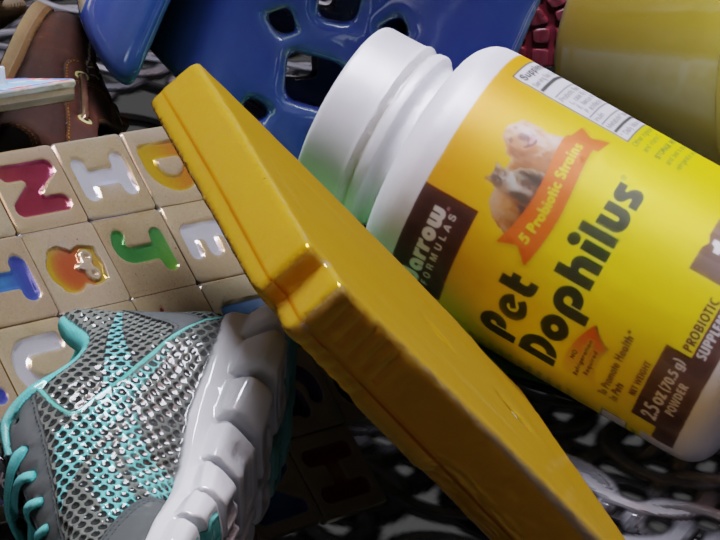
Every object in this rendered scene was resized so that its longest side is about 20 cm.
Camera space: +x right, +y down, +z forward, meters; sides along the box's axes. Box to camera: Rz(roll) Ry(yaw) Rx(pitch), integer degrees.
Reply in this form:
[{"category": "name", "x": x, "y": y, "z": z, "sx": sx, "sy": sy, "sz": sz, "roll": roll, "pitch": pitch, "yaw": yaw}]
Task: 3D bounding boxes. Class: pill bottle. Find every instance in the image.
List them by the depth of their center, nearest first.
[{"category": "pill bottle", "x": 0.077, "y": -0.016, "z": 1.083, "sx": 0.200, "sy": 0.109, "sz": 0.109, "roll": 30, "pitch": 26, "yaw": 10}]

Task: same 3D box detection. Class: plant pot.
[{"category": "plant pot", "x": -0.021, "y": -0.152, "z": 1.211, "sx": 0.179, "sy": 0.200, "sz": 0.200, "roll": 21, "pitch": 11, "yaw": -12}, {"category": "plant pot", "x": 0.204, "y": -0.093, "z": 1.292, "sx": 0.200, "sy": 0.201, "sz": 0.189, "roll": -11, "pitch": 16, "yaw": -43}]

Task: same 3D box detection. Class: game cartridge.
[{"category": "game cartridge", "x": 0.015, "y": 0.031, "z": 0.939, "sx": 0.200, "sy": 0.032, "sz": 0.176, "roll": 44, "pitch": 7, "yaw": -29}]

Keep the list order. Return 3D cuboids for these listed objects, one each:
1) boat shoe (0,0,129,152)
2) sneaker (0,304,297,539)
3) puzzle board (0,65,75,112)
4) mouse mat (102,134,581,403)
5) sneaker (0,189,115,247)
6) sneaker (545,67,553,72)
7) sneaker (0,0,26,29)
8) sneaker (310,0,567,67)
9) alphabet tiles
[{"category": "boat shoe", "x": -0.135, "y": -0.053, "z": 1.167, "sx": 0.070, "sy": 0.071, "sz": 0.200, "roll": 17, "pitch": 30, "yaw": -4}, {"category": "sneaker", "x": -0.082, "y": 0.078, "z": 0.859, "sx": 0.091, "sy": 0.078, "sz": 0.200, "roll": 9, "pitch": 34, "yaw": 9}, {"category": "puzzle board", "x": -0.230, "y": -0.065, "z": 1.045, "sx": 0.150, "sy": 0.017, "sz": 0.200, "roll": 5, "pitch": 11, "yaw": 35}, {"category": "mouse mat", "x": 0.000, "y": 0.000, "z": 1.121, "sx": 0.200, "sy": 0.008, "sz": 0.161, "roll": 16, "pitch": 20, "yaw": -33}, {"category": "sneaker", "x": -0.147, "y": 0.004, "z": 1.001, "sx": 0.083, "sy": 0.074, "sz": 0.200, "roll": 6, "pitch": 4, "yaw": 42}, {"category": "sneaker", "x": 0.154, "y": -0.122, "z": 1.442, "sx": 0.200, "sy": 0.089, "sz": 0.075, "roll": -17, "pitch": 37, "yaw": -42}, {"category": "sneaker", "x": -0.193, "y": -0.149, "z": 1.132, "sx": 0.070, "sy": 0.109, "sz": 0.200, "roll": -29, "pitch": 1, "yaw": -4}, {"category": "sneaker", "x": 0.069, "y": -0.141, "z": 1.388, "sx": 0.199, "sy": 0.081, "sz": 0.075, "roll": -15, "pitch": 20, "yaw": 2}, {"category": "alphabet tiles", "x": -0.075, "y": 0.025, "z": 0.967, "sx": 0.200, "sy": 0.006, "sz": 0.167, "roll": -13, "pitch": 68, "yaw": -46}]
